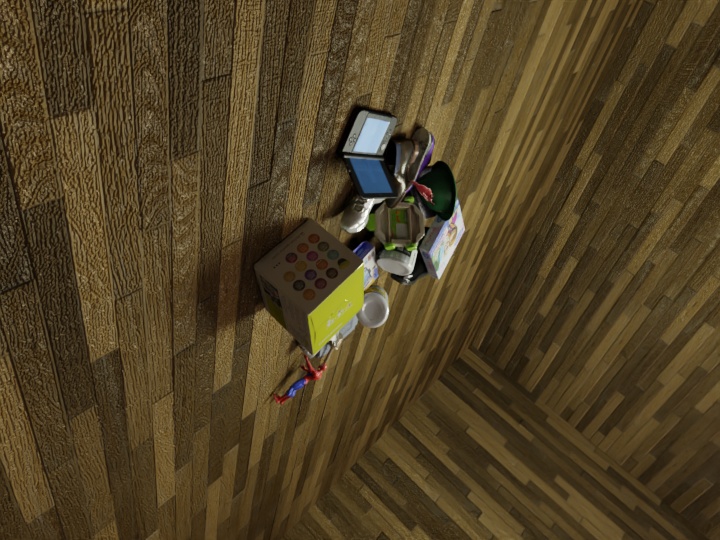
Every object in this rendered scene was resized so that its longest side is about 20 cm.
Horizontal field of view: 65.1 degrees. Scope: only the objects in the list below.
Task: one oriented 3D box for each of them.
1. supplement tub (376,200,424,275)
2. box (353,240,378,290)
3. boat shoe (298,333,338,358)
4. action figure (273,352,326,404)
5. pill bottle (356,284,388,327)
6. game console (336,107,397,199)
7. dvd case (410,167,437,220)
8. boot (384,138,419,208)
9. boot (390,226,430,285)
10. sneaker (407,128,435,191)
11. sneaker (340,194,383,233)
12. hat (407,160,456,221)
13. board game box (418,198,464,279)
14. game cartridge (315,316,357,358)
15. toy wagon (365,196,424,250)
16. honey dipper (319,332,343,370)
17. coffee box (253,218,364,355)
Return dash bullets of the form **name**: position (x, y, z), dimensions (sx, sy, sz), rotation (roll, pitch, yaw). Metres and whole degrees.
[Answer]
- **supplement tub**: position (0.127, -0.101, 1.734), dimensions (0.123, 0.118, 0.206), rotation (62, 43, -66)
- **box**: position (0.000, 0.000, 1.713), dimensions (0.119, 0.041, 0.202), rotation (-48, 158, -18)
- **boat shoe**: position (-0.100, 0.204, 1.789), dimensions (0.201, 0.087, 0.074), rotation (-42, -161, -23)
- **action figure**: position (-0.204, 0.344, 1.854), dimensions (0.196, 0.101, 0.065), rotation (-31, 160, 3)
- **pill bottle**: position (0.040, 0.111, 1.871), dimensions (0.114, 0.110, 0.200), rotation (-56, -177, 9)
- **game console**: position (0.044, -0.283, 1.380), dimensions (0.198, 0.118, 0.176), rotation (-14, 136, -58)
- **dvd case**: position (0.215, -0.244, 1.772), dimensions (0.016, 0.154, 0.198), rotation (-18, -178, 38)
- **boot**: position (0.089, -0.271, 1.567), dimensions (0.095, 0.074, 0.206), rotation (-5, 119, -48)
- **boot**: position (0.178, -0.053, 1.826), dimensions (0.209, 0.078, 0.163), rotation (-25, 135, -54)
- **sneaker**: position (0.163, -0.308, 1.647), dimensions (0.204, 0.069, 0.099), rotation (-61, 159, 17)
- **sneaker**: position (0.009, -0.189, 1.500), dimensions (0.203, 0.073, 0.088), rotation (-55, 166, -20)
- **hat**: position (0.171, -0.227, 1.640), dimensions (0.170, 0.167, 0.205), rotation (-13, 134, -18)
- **board game box**: position (0.266, -0.104, 1.811), dimensions (0.204, 0.040, 0.200), rotation (-60, 153, -13)
- **game cartridge**: position (-0.080, 0.199, 1.918), dimensions (0.199, 0.040, 0.135), rotation (-39, 156, -34)
- **toy wagon**: position (0.092, -0.139, 1.651), dimensions (0.192, 0.161, 0.040), rotation (2, 164, -12)
- **honey dipper**: position (-0.111, 0.295, 1.903), dimensions (0.038, 0.038, 0.204), rotation (-18, 140, -54)
- **coffee box**: position (-0.120, 0.042, 1.405), dimensions (0.199, 0.196, 0.203), rotation (-41, 155, -25)
